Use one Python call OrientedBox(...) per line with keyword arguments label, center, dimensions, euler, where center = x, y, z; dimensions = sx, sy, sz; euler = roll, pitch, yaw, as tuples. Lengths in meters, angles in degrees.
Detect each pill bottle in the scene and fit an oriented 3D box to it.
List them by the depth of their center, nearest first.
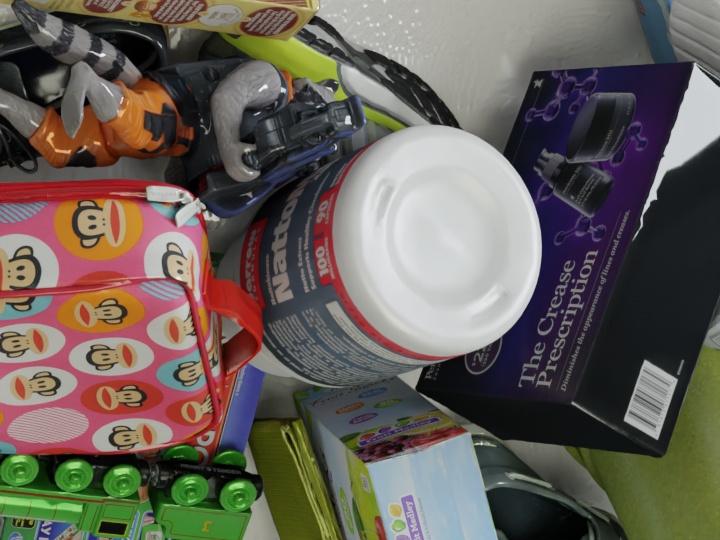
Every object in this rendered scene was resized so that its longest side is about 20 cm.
OrientedBox(label="pill bottle", center=(0.000, 0.000, 1.479), dimensions=(0.119, 0.200, 0.121), euler=(6, 77, -26))

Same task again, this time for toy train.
OrientedBox(label="toy train", center=(-0.152, 0.123, 1.565), dimensions=(0.198, 0.042, 0.057), euler=(8, 121, -21))

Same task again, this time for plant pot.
OrientedBox(label="plant pot", center=(0.224, 0.126, 1.612), dimensions=(0.199, 0.185, 0.201), euler=(-5, 133, -6))

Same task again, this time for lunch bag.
OrientedBox(label="lunch bag", center=(-0.139, 0.029, 1.443), dimensions=(0.175, 0.083, 0.200), euler=(-3, 151, -1))

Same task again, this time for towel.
OrientedBox(label="towel", center=(-0.025, 0.183, 1.599), dimensions=(0.018, 0.086, 0.201), euler=(-19, 94, -24))

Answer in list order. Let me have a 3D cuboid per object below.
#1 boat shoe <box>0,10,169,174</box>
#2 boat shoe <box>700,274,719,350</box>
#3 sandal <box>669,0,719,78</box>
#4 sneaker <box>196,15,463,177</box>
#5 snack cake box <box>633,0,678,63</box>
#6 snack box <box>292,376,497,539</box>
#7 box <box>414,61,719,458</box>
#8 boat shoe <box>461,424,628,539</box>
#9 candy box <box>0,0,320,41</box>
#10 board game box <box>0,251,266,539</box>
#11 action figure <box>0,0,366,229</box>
OrientedBox(label="boat shoe", center=(-0.191, -0.091, 1.475), dimensions=(0.199, 0.062, 0.075), euler=(-25, 120, -5))
OrientedBox(label="boat shoe", center=(0.186, -0.003, 1.566), dimensions=(0.071, 0.200, 0.072), euler=(33, 106, -32))
OrientedBox(label="sandal", center=(0.240, -0.075, 1.547), dimensions=(0.059, 0.079, 0.208), euler=(-33, 111, -30))
OrientedBox(label="sneaker", center=(-0.013, -0.084, 1.543), dimensions=(0.199, 0.074, 0.081), euler=(32, 110, -22))
OrientedBox(label="snack cake box", center=(0.237, -0.122, 1.606), dimensions=(0.114, 0.067, 0.201), euler=(-27, 119, -7))
OrientedBox(label="snack box", center=(0.029, 0.158, 1.561), dimensions=(0.067, 0.200, 0.170), euler=(-16, 101, -9))
OrientedBox(label="box", center=(0.129, -0.008, 1.510), dimensions=(0.079, 0.141, 0.201), euler=(29, 74, -30))
OrientedBox(label="boat shoe", center=(0.119, 0.170, 1.667), dimensions=(0.073, 0.062, 0.200), euler=(-46, 119, 5))
OrientedBox(label="candy box", center=(-0.121, -0.193, 1.427), dimensions=(0.198, 0.055, 0.116), euler=(6, 74, -22))
OrientedBox(label="board game box", center=(-0.129, 0.081, 1.592), dimensions=(0.134, 0.029, 0.201), euler=(8, 110, -21))
OrientedBox(label="action figure", center=(-0.083, -0.088, 1.413), dimensions=(0.192, 0.199, 0.105), euler=(3, 73, -38))
